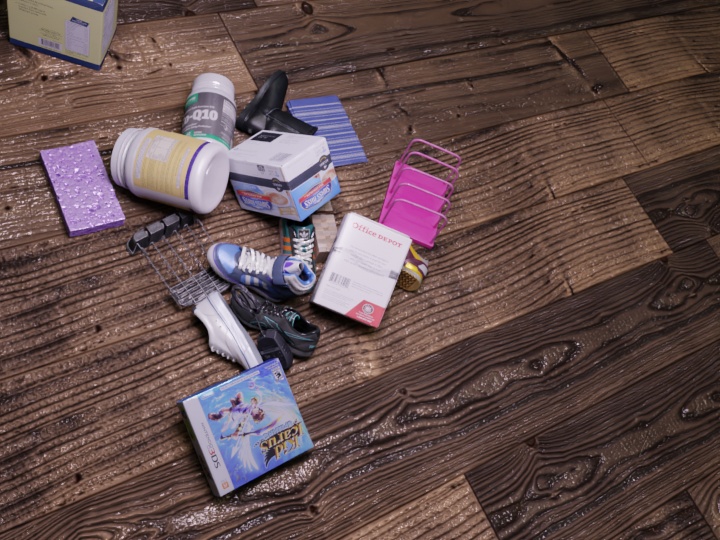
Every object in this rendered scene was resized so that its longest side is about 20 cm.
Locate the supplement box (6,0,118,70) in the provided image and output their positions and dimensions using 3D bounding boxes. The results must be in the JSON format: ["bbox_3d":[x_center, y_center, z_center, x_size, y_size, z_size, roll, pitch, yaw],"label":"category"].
[{"bbox_3d":[-0.634,-0.571,1.652,0.200,0.200,0.134,15,58,-13],"label":"supplement box"}]

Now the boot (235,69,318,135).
[{"bbox_3d":[-0.174,-0.354,1.778,0.162,0.073,0.198,30,65,4],"label":"boot"}]

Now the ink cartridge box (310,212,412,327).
[{"bbox_3d":[0.000,0.000,1.602,0.147,0.083,0.200,23,84,-8],"label":"ink cartridge box"}]

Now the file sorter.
[{"bbox_3d":[0.142,-0.183,1.781,0.139,0.125,0.200,22,57,-8],"label":"file sorter"}]

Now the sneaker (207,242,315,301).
[{"bbox_3d":[-0.182,-0.012,1.512,0.200,0.146,0.081,34,52,-31],"label":"sneaker"}]

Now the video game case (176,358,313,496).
[{"bbox_3d":[-0.206,0.281,1.401,0.200,0.045,0.181,-23,93,-30],"label":"video game case"}]

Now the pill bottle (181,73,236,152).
[{"bbox_3d":[-0.330,-0.324,1.685,0.113,0.113,0.200,9,59,-16],"label":"pill bottle"}]

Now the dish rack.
[{"bbox_3d":[-0.353,-0.022,1.544,0.153,0.055,0.200,-32,79,-31],"label":"dish rack"}]

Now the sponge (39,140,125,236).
[{"bbox_3d":[-0.562,-0.168,1.557,0.111,0.030,0.200,-17,70,-28],"label":"sponge"}]

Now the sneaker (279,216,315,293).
[{"bbox_3d":[-0.130,-0.052,1.628,0.071,0.080,0.200,-2,63,-23],"label":"sneaker"}]

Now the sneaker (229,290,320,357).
[{"bbox_3d":[-0.165,0.090,1.533,0.200,0.079,0.075,32,45,-2],"label":"sneaker"}]

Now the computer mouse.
[{"bbox_3d":[-0.188,0.109,1.493,0.200,0.059,0.034,64,35,-18],"label":"computer mouse"}]

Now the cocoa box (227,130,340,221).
[{"bbox_3d":[-0.166,-0.201,1.613,0.200,0.131,0.133,15,43,41],"label":"cocoa box"}]

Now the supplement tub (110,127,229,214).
[{"bbox_3d":[-0.382,-0.205,1.555,0.200,0.145,0.146,16,55,12],"label":"supplement tub"}]

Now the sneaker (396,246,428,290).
[{"bbox_3d":[0.059,-0.040,1.708,0.200,0.075,0.090,37,47,-6],"label":"sneaker"}]

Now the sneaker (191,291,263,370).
[{"bbox_3d":[-0.253,0.140,1.491,0.071,0.073,0.200,-33,82,0],"label":"sneaker"}]

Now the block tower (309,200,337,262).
[{"bbox_3d":[-0.093,-0.118,1.697,0.054,0.058,0.200,-3,65,-23],"label":"block tower"}]

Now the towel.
[{"bbox_3d":[-0.082,-0.331,1.844,0.145,0.024,0.200,-14,70,-29],"label":"towel"}]
